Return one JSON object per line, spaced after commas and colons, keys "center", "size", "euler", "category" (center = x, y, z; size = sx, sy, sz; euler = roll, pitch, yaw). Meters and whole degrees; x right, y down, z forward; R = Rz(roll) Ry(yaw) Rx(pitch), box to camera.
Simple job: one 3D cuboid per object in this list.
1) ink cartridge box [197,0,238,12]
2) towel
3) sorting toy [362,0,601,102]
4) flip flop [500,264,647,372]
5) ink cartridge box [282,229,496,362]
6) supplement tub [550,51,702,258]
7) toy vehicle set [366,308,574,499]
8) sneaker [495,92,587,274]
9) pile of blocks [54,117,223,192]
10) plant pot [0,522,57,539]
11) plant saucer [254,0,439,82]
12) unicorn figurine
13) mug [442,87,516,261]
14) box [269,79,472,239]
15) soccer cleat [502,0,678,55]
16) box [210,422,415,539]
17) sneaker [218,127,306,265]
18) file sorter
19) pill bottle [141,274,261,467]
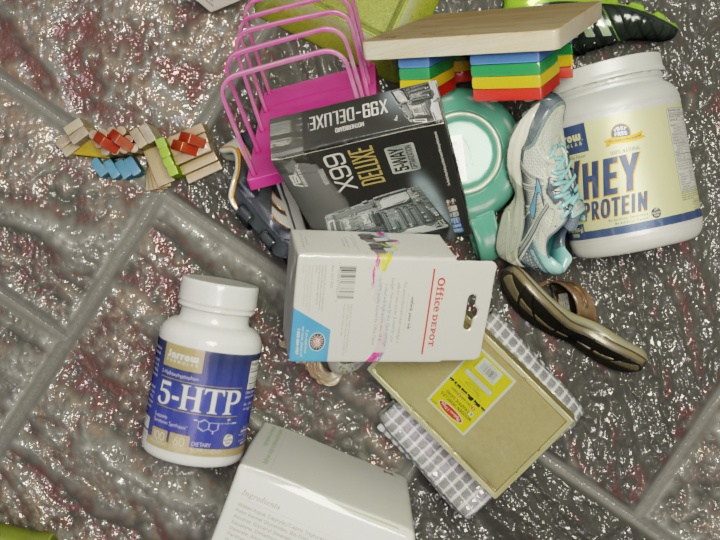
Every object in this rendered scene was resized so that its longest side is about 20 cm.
{"center": [-0.111, -0.399, 0.915], "size": [0.198, 0.084, 0.146], "euler": [-17, 80, 16], "category": "ink cartridge box"}
{"center": [0.135, 0.168, 0.967], "size": [0.200, 0.086, 0.166], "euler": [-44, 90, 3], "category": "towel"}
{"center": [0.134, -0.227, 0.873], "size": [0.198, 0.199, 0.070], "euler": [4, 115, 27], "category": "sorting toy"}
{"center": [0.250, 0.049, 0.967], "size": [0.199, 0.081, 0.058], "euler": [30, 76, -1], "category": "flip flop"}
{"center": [0.026, 0.026, 0.837], "size": [0.198, 0.068, 0.116], "euler": [2, 113, -13], "category": "ink cartridge box"}
{"center": [0.288, -0.124, 0.920], "size": [0.143, 0.145, 0.202], "euler": [-12, 92, 2], "category": "supplement tub"}
{"center": [0.118, 0.132, 0.906], "size": [0.200, 0.026, 0.124], "euler": [45, 104, 7], "category": "toy vehicle set"}
{"center": [0.205, -0.087, 0.879], "size": [0.086, 0.077, 0.202], "euler": [29, 133, 37], "category": "sneaker"}
{"center": [-0.264, -0.136, 0.975], "size": [0.197, 0.062, 0.083], "euler": [2, 93, 2], "category": "pile of blocks"}
{"center": [-0.453, 0.371, 0.952], "size": [0.191, 0.200, 0.203], "euler": [2, 93, -10], "category": "plant pot"}
{"center": [0.000, -0.353, 0.965], "size": [0.198, 0.048, 0.201], "euler": [26, 93, 1], "category": "plant saucer"}
{"center": [0.014, 0.065, 0.980], "size": [0.199, 0.074, 0.138], "euler": [-36, 92, 19], "category": "unicorn figurine"}
{"center": [0.121, -0.118, 0.939], "size": [0.184, 0.114, 0.153], "euler": [36, 93, 0], "category": "mug"}
{"center": [0.017, -0.087, 0.804], "size": [0.156, 0.200, 0.050], "euler": [-11, 61, 9], "category": "box"}
{"center": [0.260, -0.278, 0.959], "size": [0.198, 0.068, 0.082], "euler": [13, 103, 7], "category": "soccer cleat"}
{"center": [-0.059, 0.299, 0.921], "size": [0.198, 0.199, 0.173], "euler": [22, 93, 0], "category": "box"}
{"center": [-0.105, -0.066, 0.968], "size": [0.079, 0.078, 0.202], "euler": [-18, 81, -2], "category": "sneaker"}
{"center": [-0.061, -0.204, 0.873], "size": [0.137, 0.201, 0.126], "euler": [-12, 127, 9], "category": "file sorter"}
{"center": [-0.177, 0.111, 0.956], "size": [0.118, 0.120, 0.202], "euler": [10, 93, 1], "category": "pill bottle"}
